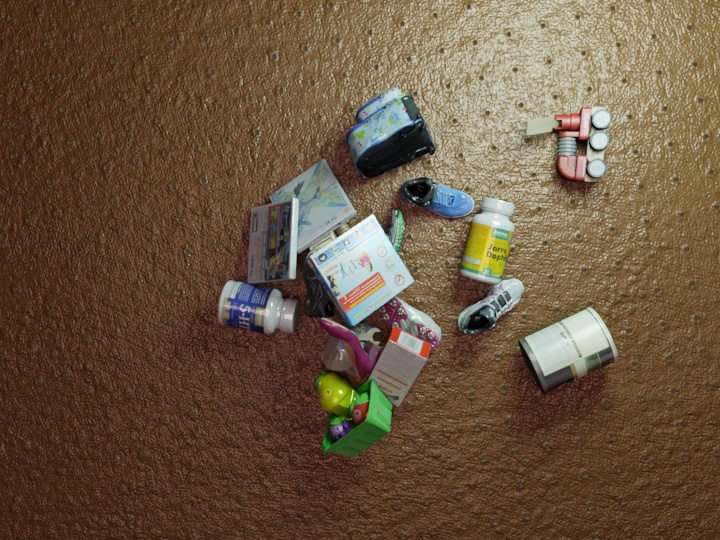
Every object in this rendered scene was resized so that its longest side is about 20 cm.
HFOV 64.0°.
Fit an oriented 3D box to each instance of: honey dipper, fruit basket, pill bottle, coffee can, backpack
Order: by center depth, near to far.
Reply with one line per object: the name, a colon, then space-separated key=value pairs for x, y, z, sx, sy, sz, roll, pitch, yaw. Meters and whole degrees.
backpack: x=0.063 y=-0.334 z=1.432 sx=0.198 sy=0.183 sz=0.149 roll=-29 pitch=69 yaw=10
coffee can: x=0.519 y=0.202 z=1.453 sx=0.197 sy=0.146 sz=0.149 roll=-26 pitch=93 yaw=7
pill bottle: x=0.326 y=-0.075 z=1.461 sx=0.110 sy=0.113 sz=0.204 roll=14 pitch=96 yaw=3
fruit basket: x=-0.041 y=0.363 z=1.499 sx=0.211 sy=0.157 sz=0.219 roll=4 pitch=127 yaw=5
honey dipper: x=-0.008 y=-0.055 z=1.502 sx=0.038 sy=0.038 sz=0.201 roll=-38 pitch=74 yaw=8
pill bottle: x=-0.266 y=0.103 z=1.527 sx=0.196 sy=0.120 sz=0.122 roll=10 pitch=96 yaw=4

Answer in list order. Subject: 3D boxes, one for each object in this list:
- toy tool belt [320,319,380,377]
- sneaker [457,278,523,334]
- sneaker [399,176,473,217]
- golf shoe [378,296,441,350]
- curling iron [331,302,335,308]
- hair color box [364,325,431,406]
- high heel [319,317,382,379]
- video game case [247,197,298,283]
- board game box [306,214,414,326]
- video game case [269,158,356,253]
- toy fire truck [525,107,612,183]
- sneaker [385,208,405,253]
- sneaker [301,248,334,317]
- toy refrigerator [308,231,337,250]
toy tool belt: x=-0.010 y=0.185 z=1.527 sx=0.121 sy=0.125 sz=0.202 roll=24 pitch=102 yaw=-29
sneaker: x=0.339 y=0.101 z=1.462 sx=0.199 sy=0.140 sz=0.078 roll=-41 pitch=91 yaw=8
sneaker: x=0.195 y=-0.183 z=1.463 sx=0.196 sy=0.111 sz=0.078 roll=19 pitch=97 yaw=3
golf shoe: x=0.131 y=0.129 z=1.520 sx=0.199 sy=0.091 sz=0.076 roll=41 pitch=117 yaw=13
curling iron: x=-0.016 y=0.076 z=1.551 sx=0.195 sy=0.026 sz=0.051 roll=-7 pitch=114 yaw=1
hair color box: x=0.093 y=0.250 z=1.492 sx=0.109 sy=0.064 sz=0.202 roll=26 pitch=127 yaw=2
high heel: x=-0.037 y=0.193 z=1.418 sx=0.198 sy=0.067 sz=0.097 roll=33 pitch=87 yaw=-26
video game case: x=-0.226 y=-0.072 z=1.483 sx=0.180 sy=0.023 sz=0.205 roll=-6 pitch=79 yaw=44
board game box: x=0.000 y=0.000 z=1.419 sx=0.198 sy=0.056 sz=0.198 roll=-33 pitch=93 yaw=-18
video game case: x=-0.126 y=-0.169 z=1.483 sx=0.181 sy=0.022 sz=0.202 roll=-33 pitch=58 yaw=5
toy fire truck: x=0.508 y=-0.313 z=1.429 sx=0.196 sy=0.128 sz=0.180 roll=6 pitch=97 yaw=16
sneaker: x=0.064 y=-0.065 z=1.503 sx=0.084 sy=0.078 sz=0.204 roll=18 pitch=97 yaw=4
sneaker: x=-0.103 y=0.036 z=1.482 sx=0.078 sy=0.076 sz=0.203 roll=12 pitch=125 yaw=18
toy refrigerator: x=-0.089 y=-0.058 z=1.521 sx=0.075 sy=0.070 sz=0.203 roll=-28 pitch=92 yaw=7
